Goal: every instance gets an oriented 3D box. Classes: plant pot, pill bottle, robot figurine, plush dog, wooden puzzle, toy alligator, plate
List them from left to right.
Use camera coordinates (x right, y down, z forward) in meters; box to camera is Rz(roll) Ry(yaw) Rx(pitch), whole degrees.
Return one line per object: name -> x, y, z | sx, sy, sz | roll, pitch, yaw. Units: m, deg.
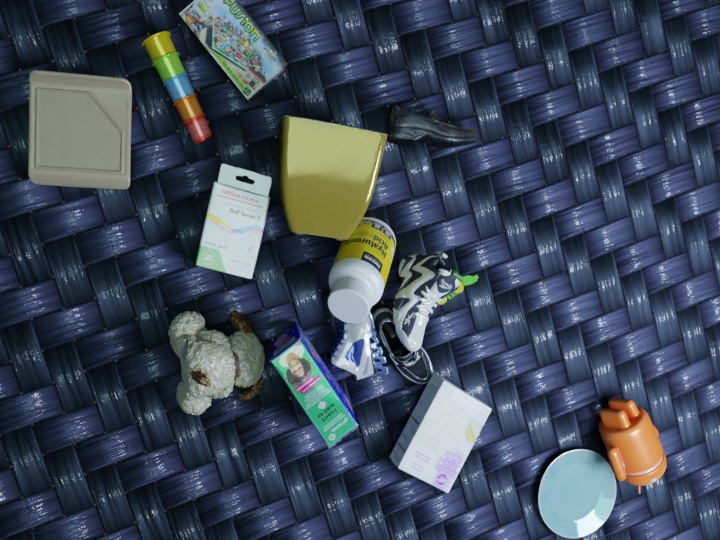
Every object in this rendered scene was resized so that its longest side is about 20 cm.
wooden puzzle -> -0.525, -0.261, 1.156 | 0.179, 0.037, 0.207 | 2, 98, -11
plush dog -> -0.262, 0.175, 1.188 | 0.168, 0.158, 0.207 | -11, 98, -36
plant pot -> -0.072, -0.170, 1.172 | 0.189, 0.194, 0.207 | 8, 97, -11
pill bottle -> 0.000, 0.000, 1.179 | 0.108, 0.203, 0.114 | 9, 133, 9
toy alligator -> 0.154, 0.048, 1.290 | 0.197, 0.059, 0.055 | -34, 88, 6
plate -> 0.490, 0.504, 1.399 | 0.193, 0.026, 0.208 | -1, 93, -10
robot figurine -> 0.607, 0.386, 1.368 | 0.114, 0.144, 0.204 | -23, 98, 21

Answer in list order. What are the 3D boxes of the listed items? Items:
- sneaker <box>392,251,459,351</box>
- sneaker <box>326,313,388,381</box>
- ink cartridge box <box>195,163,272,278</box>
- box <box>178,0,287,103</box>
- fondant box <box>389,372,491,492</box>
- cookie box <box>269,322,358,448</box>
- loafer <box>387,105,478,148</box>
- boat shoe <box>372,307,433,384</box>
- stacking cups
sneaker -> 0.137, 0.052, 1.216 | 0.079, 0.128, 0.204 | 33, 53, -34
sneaker -> -0.024, 0.140, 1.251 | 0.112, 0.080, 0.205 | -22, 99, -11
ink cartridge box -> -0.244, -0.099, 1.200 | 0.113, 0.067, 0.207 | 13, 91, -11
box -> -0.246, -0.444, 1.195 | 0.110, 0.035, 0.201 | -41, 100, -6
fondant box -> 0.170, 0.344, 1.301 | 0.142, 0.058, 0.204 | 30, 89, -21
cookie box -> -0.094, 0.217, 1.197 | 0.074, 0.171, 0.203 | -34, 99, -4
loafer -> 0.150, -0.296, 1.263 | 0.193, 0.073, 0.075 | 3, 89, -12
boat shoe -> 0.093, 0.166, 1.268 | 0.071, 0.068, 0.202 | -33, 112, -1
stacking cups -> -0.345, -0.344, 1.169 | 0.059, 0.060, 0.205 | -25, 97, -8
